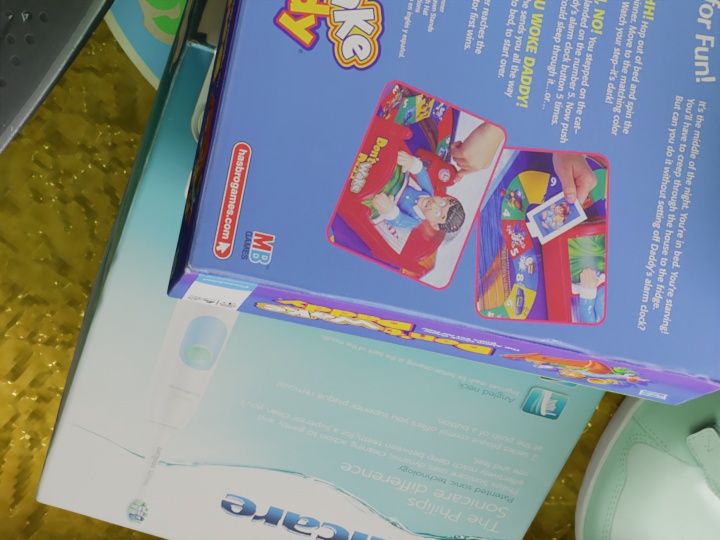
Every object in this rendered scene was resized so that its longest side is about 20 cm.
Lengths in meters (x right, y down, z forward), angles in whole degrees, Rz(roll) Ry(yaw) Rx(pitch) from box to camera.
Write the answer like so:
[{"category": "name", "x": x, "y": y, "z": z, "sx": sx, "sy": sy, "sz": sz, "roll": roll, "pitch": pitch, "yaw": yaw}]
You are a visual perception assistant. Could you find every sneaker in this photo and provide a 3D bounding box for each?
[{"category": "sneaker", "x": 0.134, "y": 0.062, "z": 0.768, "sx": 0.074, "sy": 0.118, "sz": 0.200, "roll": 41, "pitch": 121, "yaw": -14}]

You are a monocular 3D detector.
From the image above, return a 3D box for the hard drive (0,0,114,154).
[{"category": "hard drive", "x": -0.123, "y": -0.113, "z": 0.737, "sx": 0.135, "sy": 0.042, "sz": 0.200, "roll": 43, "pitch": 127, "yaw": 5}]

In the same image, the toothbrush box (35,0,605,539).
[{"category": "toothbrush box", "x": 0.000, "y": 0.000, "z": 0.751, "sx": 0.146, "sy": 0.085, "sz": 0.200, "roll": 16, "pitch": 134, "yaw": -6}]

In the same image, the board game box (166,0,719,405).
[{"category": "board game box", "x": 0.038, "y": -0.079, "z": 0.640, "sx": 0.134, "sy": 0.201, "sz": 0.045, "roll": 13, "pitch": 169, "yaw": -8}]

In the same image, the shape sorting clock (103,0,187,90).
[{"category": "shape sorting clock", "x": 0.012, "y": -0.101, "z": 0.739, "sx": 0.199, "sy": 0.039, "sz": 0.200, "roll": 6, "pitch": 123, "yaw": 9}]
